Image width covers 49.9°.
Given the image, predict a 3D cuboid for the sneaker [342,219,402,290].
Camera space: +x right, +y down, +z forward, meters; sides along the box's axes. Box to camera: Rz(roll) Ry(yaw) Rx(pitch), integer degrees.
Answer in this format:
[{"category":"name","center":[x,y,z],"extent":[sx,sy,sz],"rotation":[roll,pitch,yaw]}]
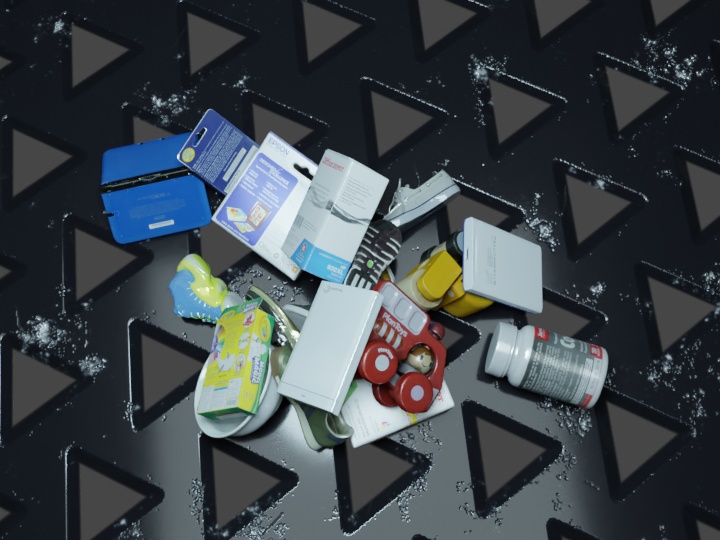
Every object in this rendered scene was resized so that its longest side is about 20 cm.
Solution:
[{"category":"sneaker","center":[0.000,0.000,1.402],"extent":[0.075,0.116,0.201],"rotation":[36,51,-5]}]

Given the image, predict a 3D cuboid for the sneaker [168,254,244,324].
[{"category":"sneaker","center":[-0.286,0.071,1.461],"extent":[0.105,0.076,0.201],"rotation":[-43,79,9]}]

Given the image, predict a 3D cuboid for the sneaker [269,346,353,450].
[{"category":"sneaker","center":[-0.075,0.213,1.325],"extent":[0.089,0.067,0.203],"rotation":[-14,108,29]}]

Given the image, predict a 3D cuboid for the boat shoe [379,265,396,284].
[{"category":"boat shoe","center":[0.006,-0.035,1.475],"extent":[0.070,0.070,0.202],"rotation":[-28,78,-6]}]

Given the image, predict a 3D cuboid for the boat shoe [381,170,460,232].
[{"category":"boat shoe","center":[0.093,-0.136,1.498],"extent":[0.200,0.075,0.087],"rotation":[-32,78,-10]}]

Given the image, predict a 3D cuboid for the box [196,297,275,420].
[{"category":"box","center":[-0.212,0.150,1.333],"extent":[0.116,0.048,0.203],"rotation":[-15,57,40]}]

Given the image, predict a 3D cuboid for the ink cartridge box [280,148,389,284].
[{"category":"ink cartridge box","center":[-0.048,-0.096,1.357],"extent":[0.083,0.145,0.203],"rotation":[22,96,-25]}]

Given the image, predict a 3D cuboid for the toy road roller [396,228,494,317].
[{"category":"toy road roller","center":[0.161,0.035,1.415],"extent":[0.146,0.123,0.200],"rotation":[49,55,-5]}]

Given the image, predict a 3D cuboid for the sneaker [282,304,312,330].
[{"category":"sneaker","center":[-0.045,0.081,1.455],"extent":[0.197,0.071,0.100],"rotation":[16,54,18]}]

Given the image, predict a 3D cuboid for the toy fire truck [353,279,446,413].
[{"category":"toy fire truck","center":[0.069,0.136,1.305],"extent":[0.199,0.112,0.169],"rotation":[40,73,-18]}]

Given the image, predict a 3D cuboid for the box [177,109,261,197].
[{"category":"box","center":[-0.245,-0.203,1.493],"extent":[0.199,0.032,0.122],"rotation":[37,77,-22]}]

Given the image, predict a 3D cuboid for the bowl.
[{"category":"bowl","center":[-0.200,0.211,1.385],"extent":[0.199,0.090,0.204],"rotation":[-24,49,32]}]

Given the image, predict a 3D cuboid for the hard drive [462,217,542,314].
[{"category":"hard drive","center":[0.263,-0.006,1.424],"extent":[0.198,0.025,0.134],"rotation":[18,67,-38]}]

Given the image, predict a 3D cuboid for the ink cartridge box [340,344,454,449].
[{"category":"ink cartridge box","center":[0.054,0.217,1.405],"extent":[0.197,0.084,0.147],"rotation":[-21,78,-5]}]

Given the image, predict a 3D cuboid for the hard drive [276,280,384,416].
[{"category":"hard drive","center":[-0.050,0.121,1.254],"extent":[0.131,0.027,0.203],"rotation":[10,71,42]}]

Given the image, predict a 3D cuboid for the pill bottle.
[{"category":"pill bottle","center":[0.334,0.167,1.401],"extent":[0.197,0.114,0.116],"rotation":[17,77,4]}]

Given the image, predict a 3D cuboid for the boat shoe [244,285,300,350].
[{"category":"boat shoe","center":[-0.154,0.118,1.438],"extent":[0.066,0.072,0.201],"rotation":[-41,84,-14]}]

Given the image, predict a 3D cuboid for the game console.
[{"category":"game console","center":[-0.403,-0.165,1.537],"extent":[0.196,0.118,0.174],"rotation":[-12,107,-2]}]

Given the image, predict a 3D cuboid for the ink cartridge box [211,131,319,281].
[{"category":"ink cartridge box","center":[-0.145,-0.120,1.459],"extent":[0.196,0.047,0.201],"rotation":[36,90,2]}]
